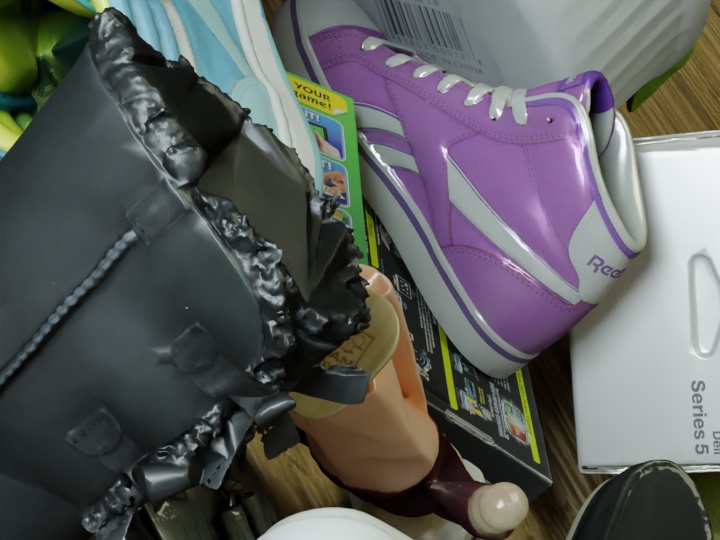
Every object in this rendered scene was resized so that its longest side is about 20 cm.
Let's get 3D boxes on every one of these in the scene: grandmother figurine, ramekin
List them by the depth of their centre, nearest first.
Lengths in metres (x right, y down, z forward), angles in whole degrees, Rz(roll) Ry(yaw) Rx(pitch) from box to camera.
[{"bbox_3d":[0.007,0.057,0.641,0.121,0.061,0.200,36,-10,25],"label":"grandmother figurine"},{"bbox_3d":[0.051,-0.138,0.856,0.200,0.200,0.098,45,66,-6],"label":"ramekin"}]

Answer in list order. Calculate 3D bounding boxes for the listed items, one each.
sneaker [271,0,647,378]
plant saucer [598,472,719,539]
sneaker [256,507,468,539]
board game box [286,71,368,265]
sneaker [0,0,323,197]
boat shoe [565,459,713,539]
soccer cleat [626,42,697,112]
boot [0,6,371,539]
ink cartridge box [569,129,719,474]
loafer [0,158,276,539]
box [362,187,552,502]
[{"bbox_3d":[0.049,-0.067,0.796,0.073,0.114,0.201,-3,54,-57],"label":"sneaker"},{"bbox_3d":[0.186,0.181,0.838,0.200,0.048,0.200,56,26,19],"label":"plant saucer"},{"bbox_3d":[0.012,0.111,0.581,0.200,0.073,0.085,59,22,-50],"label":"sneaker"},{"bbox_3d":[-0.093,-0.055,0.696,0.200,0.029,0.135,21,35,-19],"label":"board game box"},{"bbox_3d":[-0.092,-0.095,0.617,0.130,0.080,0.200,30,23,-50],"label":"sneaker"},{"bbox_3d":[0.111,0.146,0.696,0.074,0.063,0.202,23,42,-6],"label":"boat shoe"},{"bbox_3d":[0.097,-0.140,1.018,0.200,0.081,0.068,18,30,-29],"label":"soccer cleat"},{"bbox_3d":[-0.105,-0.005,0.503,0.198,0.162,0.073,50,24,4],"label":"boot"},{"bbox_3d":[0.157,0.011,0.885,0.200,0.084,0.146,-6,92,-72],"label":"ink cartridge box"},{"bbox_3d":[-0.075,0.048,0.592,0.200,0.063,0.072,50,25,5],"label":"loafer"},{"bbox_3d":[0.000,0.000,0.807,0.160,0.044,0.200,34,28,-28],"label":"box"}]
